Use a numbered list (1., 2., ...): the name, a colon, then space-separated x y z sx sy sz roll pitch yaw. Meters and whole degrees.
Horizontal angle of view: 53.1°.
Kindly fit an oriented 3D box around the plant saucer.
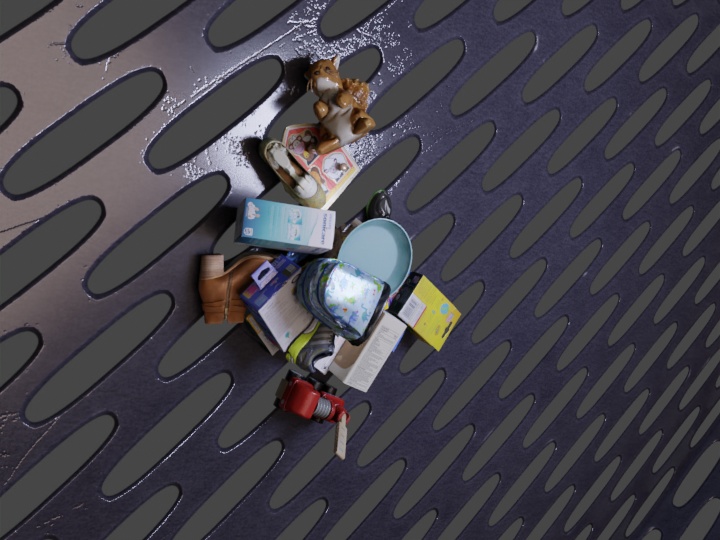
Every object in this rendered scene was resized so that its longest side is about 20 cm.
1. plant saucer: 0.027 -0.025 1.658 0.197 0.036 0.204 -10 112 -26

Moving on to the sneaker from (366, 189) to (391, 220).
1. sneaker: 0.061 -0.102 1.809 0.076 0.083 0.204 -13 110 -34

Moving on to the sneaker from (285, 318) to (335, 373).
1. sneaker: -0.079 0.149 1.641 0.201 0.081 0.074 -51 161 -6

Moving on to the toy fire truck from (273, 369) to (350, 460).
1. toy fire truck: -0.099 0.348 1.738 0.175 0.199 0.130 29 85 -38

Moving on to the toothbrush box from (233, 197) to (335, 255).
1. toothbrush box: -0.166 -0.093 1.558 0.196 0.146 0.087 7 84 -17

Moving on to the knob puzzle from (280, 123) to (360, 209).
1. knob puzzle: -0.105 -0.250 1.654 0.216 0.030 0.224 1 89 -33

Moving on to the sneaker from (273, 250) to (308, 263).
1. sneaker: -0.152 -0.039 1.679 0.078 0.066 0.202 36 80 -36

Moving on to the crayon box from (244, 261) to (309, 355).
1. crayon box: -0.178 0.084 1.703 0.200 0.051 0.127 -43 124 -19

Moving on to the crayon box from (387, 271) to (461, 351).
1. crayon box: 0.173 0.111 1.914 0.200 0.050 0.128 43 76 -36

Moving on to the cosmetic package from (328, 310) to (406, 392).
1. cosmetic package: 0.018 0.193 1.806 0.105 0.071 0.202 33 90 -47

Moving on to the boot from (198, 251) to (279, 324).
1. boot: -0.261 0.039 1.602 0.196 0.074 0.158 -2 98 -12

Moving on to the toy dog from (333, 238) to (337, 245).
1. toy dog: 0.000 0.000 1.773 0.200 0.131 0.097 43 66 -15

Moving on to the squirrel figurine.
1. squirrel figurine: -0.053 -0.383 1.632 0.189 0.140 0.200 62 23 -3

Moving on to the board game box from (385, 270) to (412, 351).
1. board game box: 0.084 0.094 1.904 0.134 0.045 0.202 37 80 -37

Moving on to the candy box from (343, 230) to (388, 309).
1. candy box: 0.015 0.009 1.701 0.101 0.026 0.204 -17 115 -28

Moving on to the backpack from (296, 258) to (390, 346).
1. backpack: -0.040 0.053 1.555 0.198 0.153 0.165 32 79 -16

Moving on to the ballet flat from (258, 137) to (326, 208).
1. ballet flat: -0.147 -0.211 1.588 0.071 0.070 0.200 -47 105 -16

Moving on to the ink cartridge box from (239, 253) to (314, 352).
1. ink cartridge box: -0.176 0.063 1.584 0.137 0.076 0.201 -46 145 -19

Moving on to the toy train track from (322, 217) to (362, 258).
1. toy train track: -0.064 -0.041 1.680 0.114 0.033 0.201 39 82 2

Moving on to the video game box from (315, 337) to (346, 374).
1. video game box: -0.077 0.137 1.753 0.201 0.047 0.182 -53 148 -7
